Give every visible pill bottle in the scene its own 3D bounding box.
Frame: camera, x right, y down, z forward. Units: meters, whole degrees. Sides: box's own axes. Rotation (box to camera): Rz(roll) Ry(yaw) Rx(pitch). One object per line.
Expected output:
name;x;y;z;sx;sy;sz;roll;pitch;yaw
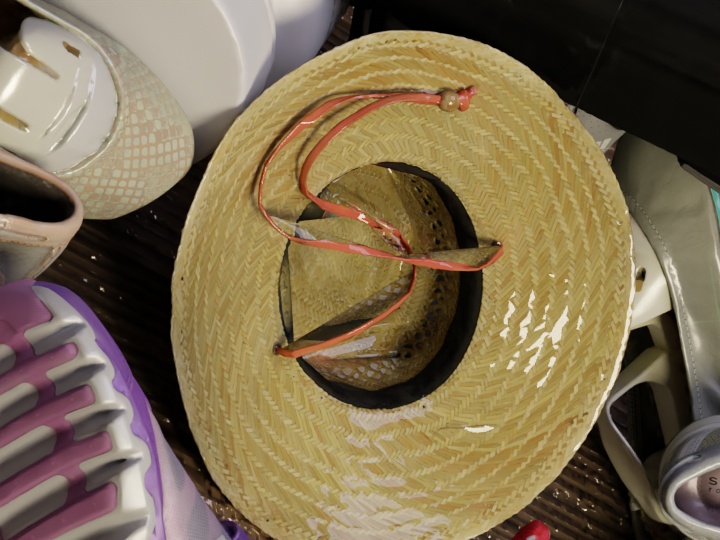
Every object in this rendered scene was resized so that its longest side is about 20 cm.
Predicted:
pill bottle;-0.054;-0.125;1.050;0.113;0.113;0.200;50;34;-15

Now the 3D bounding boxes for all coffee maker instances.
coffee maker;0.107;-0.106;1.024;0.199;0.135;0.192;23;-2;4

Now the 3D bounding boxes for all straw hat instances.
straw hat;0.000;0.000;1.047;0.201;0.201;0.085;37;-4;-32

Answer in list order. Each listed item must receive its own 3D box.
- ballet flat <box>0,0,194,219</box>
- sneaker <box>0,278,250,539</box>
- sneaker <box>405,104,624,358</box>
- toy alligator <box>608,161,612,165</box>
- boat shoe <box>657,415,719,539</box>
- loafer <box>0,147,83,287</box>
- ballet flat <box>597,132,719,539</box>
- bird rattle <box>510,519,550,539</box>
ballet flat;-0.138;-0.071;0.919;0.200;0.068;0.062;29;1;-20
sneaker;-0.069;0.095;0.900;0.201;0.080;0.088;65;28;-2
sneaker;0.069;-0.022;1.136;0.075;0.115;0.201;14;54;-50
toy alligator;0.081;-0.030;1.221;0.054;0.059;0.200;-37;98;-17
boat shoe;0.217;0.089;1.114;0.065;0.201;0.075;-30;124;-81
loafer;-0.173;-0.044;0.872;0.200;0.063;0.072;28;45;-40
ballet flat;0.122;0.030;1.166;0.064;0.067;0.201;-20;109;-21
bird rattle;0.052;0.185;0.837;0.112;0.201;0.163;-11;39;-18
